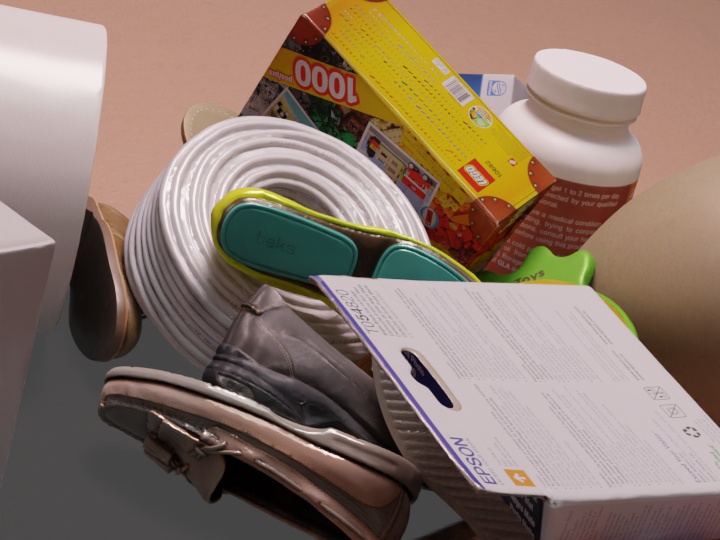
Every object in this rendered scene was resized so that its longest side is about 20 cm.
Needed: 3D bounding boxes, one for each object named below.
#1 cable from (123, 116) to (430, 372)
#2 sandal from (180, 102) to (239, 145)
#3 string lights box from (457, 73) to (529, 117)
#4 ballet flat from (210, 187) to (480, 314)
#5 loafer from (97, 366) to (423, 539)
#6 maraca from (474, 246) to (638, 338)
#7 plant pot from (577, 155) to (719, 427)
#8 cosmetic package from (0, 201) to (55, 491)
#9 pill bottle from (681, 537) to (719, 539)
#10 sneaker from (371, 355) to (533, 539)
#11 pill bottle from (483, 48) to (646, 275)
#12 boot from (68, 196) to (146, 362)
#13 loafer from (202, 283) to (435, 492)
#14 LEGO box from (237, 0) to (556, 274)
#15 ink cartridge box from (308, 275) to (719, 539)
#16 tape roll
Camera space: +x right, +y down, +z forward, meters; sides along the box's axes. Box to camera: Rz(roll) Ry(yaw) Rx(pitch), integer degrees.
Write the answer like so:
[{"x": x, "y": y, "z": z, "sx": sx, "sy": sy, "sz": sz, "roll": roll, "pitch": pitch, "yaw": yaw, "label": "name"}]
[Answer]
[{"x": -0.049, "y": -0.006, "z": 1.431, "sx": 0.199, "sy": 0.069, "sz": 0.201, "roll": -21, "pitch": 70, "yaw": -40, "label": "cable"}, {"x": -0.058, "y": -0.030, "z": 1.632, "sx": 0.211, "sy": 0.070, "sz": 0.078, "roll": 37, "pitch": 47, "yaw": -2, "label": "sandal"}, {"x": 0.040, "y": -0.118, "z": 1.767, "sx": 0.198, "sy": 0.060, "sz": 0.103, "roll": 3, "pitch": -11, "yaw": 22, "label": "string lights box"}, {"x": 0.000, "y": 0.000, "z": 1.368, "sx": 0.199, "sy": 0.067, "sz": 0.067, "roll": 24, "pitch": 6, "yaw": -8, "label": "ballet flat"}, {"x": -0.065, "y": 0.113, "z": 1.286, "sx": 0.198, "sy": 0.072, "sz": 0.063, "roll": 18, "pitch": 66, "yaw": 9, "label": "loafer"}, {"x": 0.113, "y": 0.055, "z": 1.453, "sx": 0.136, "sy": 0.107, "sz": 0.201, "roll": -20, "pitch": 37, "yaw": 7, "label": "maraca"}, {"x": 0.218, "y": 0.026, "z": 1.541, "sx": 0.133, "sy": 0.202, "sz": 0.200, "roll": -9, "pitch": 18, "yaw": 15, "label": "plant pot"}, {"x": -0.302, "y": 0.023, "z": 1.206, "sx": 0.199, "sy": 0.169, "sz": 0.166, "roll": 33, "pitch": 28, "yaw": 34, "label": "cosmetic package"}, {"x": 0.124, "y": 0.196, "z": 1.147, "sx": 0.198, "sy": 0.113, "sz": 0.112, "roll": 2, "pitch": 26, "yaw": -29, "label": "pill bottle"}, {"x": 0.078, "y": 0.105, "z": 1.317, "sx": 0.201, "sy": 0.074, "sz": 0.082, "roll": 58, "pitch": 20, "yaw": 0, "label": "sneaker"}, {"x": 0.141, "y": -0.053, "z": 1.620, "sx": 0.111, "sy": 0.201, "sz": 0.112, "roll": 13, "pitch": 23, "yaw": -6, "label": "pill bottle"}, {"x": -0.155, "y": 0.006, "z": 1.477, "sx": 0.075, "sy": 0.074, "sz": 0.200, "roll": 18, "pitch": 18, "yaw": -19, "label": "boot"}, {"x": 0.005, "y": 0.079, "z": 1.341, "sx": 0.199, "sy": 0.073, "sz": 0.073, "roll": 28, "pitch": -11, "yaw": -21, "label": "loafer"}, {"x": 0.018, "y": -0.077, "z": 1.560, "sx": 0.200, "sy": 0.149, "sz": 0.077, "roll": 47, "pitch": 47, "yaw": 10, "label": "LEGO box"}, {"x": 0.090, "y": 0.073, "z": 1.192, "sx": 0.199, "sy": 0.041, "sz": 0.200, "roll": 4, "pitch": 31, "yaw": -33, "label": "ink cartridge box"}, {"x": -0.247, "y": -0.070, "z": 1.412, "sx": 0.138, "sy": 0.204, "sz": 0.203, "roll": 10, "pitch": 23, "yaw": -13, "label": "tape roll"}]
